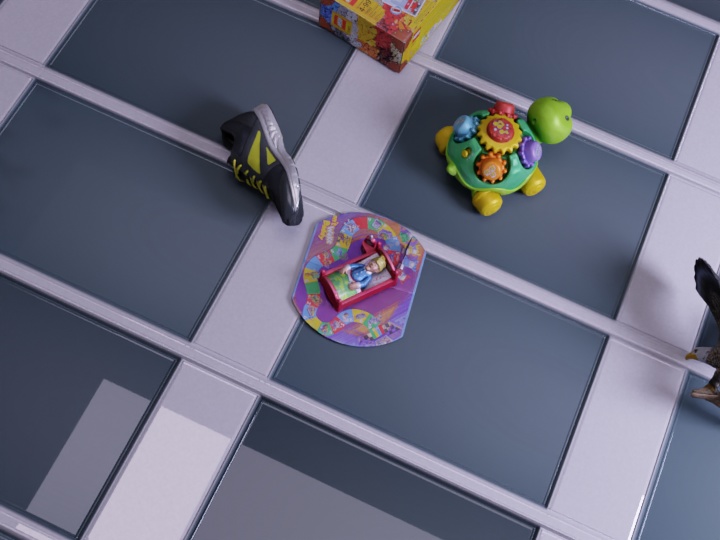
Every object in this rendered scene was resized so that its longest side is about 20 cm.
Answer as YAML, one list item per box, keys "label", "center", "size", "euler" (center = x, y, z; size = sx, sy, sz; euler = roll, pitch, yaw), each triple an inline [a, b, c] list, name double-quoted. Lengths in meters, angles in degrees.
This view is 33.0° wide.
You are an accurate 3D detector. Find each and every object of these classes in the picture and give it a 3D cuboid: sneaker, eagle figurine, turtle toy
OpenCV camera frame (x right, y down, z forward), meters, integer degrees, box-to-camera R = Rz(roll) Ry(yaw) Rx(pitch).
- label: "sneaker"
  center: [-0.134, -0.135, 1.655]
  size: [0.084, 0.075, 0.201]
  euler: [-17, 56, -9]
- label: "eagle figurine"
  center: [0.486, 0.090, 1.573]
  size: [0.149, 0.152, 0.202]
  euler: [12, 64, 23]
- label: "turtle toy"
  center: [0.205, -0.178, 1.693]
  size: [0.198, 0.101, 0.147]
  euler: [-24, 67, -18]

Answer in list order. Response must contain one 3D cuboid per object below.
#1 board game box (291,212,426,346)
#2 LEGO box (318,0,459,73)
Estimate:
- label: "board game box"
  center: [0.000, 0.000, 1.608]
  size: [0.156, 0.039, 0.202]
  euler: [17, 61, 2]
- label: "LEGO box"
  center: [0.053, -0.416, 1.815]
  size: [0.148, 0.077, 0.201]
  euler: [32, 63, 10]
